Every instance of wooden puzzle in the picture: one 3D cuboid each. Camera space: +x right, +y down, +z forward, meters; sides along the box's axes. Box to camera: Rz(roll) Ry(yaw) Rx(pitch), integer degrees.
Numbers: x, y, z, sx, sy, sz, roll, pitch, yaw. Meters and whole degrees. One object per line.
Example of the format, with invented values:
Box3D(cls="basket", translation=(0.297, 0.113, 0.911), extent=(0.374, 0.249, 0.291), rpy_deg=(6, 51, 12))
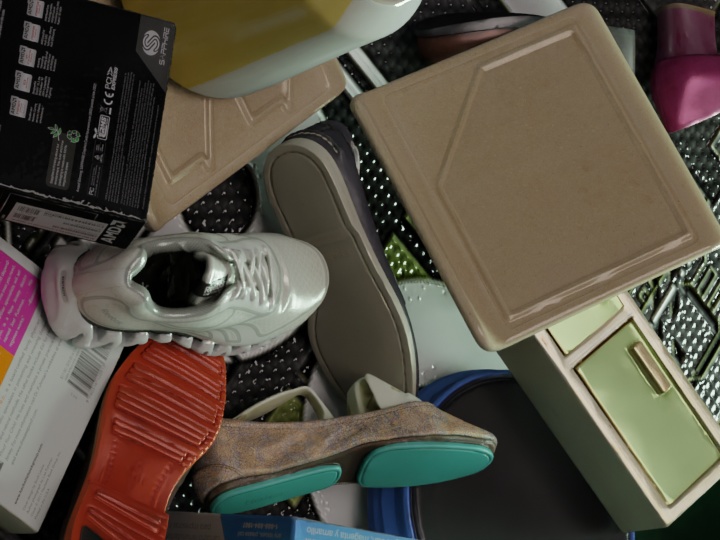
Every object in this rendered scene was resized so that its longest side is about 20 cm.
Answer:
Box3D(cls="wooden puzzle", translation=(-0.112, -0.147, 1.488), extent=(0.200, 0.046, 0.186), rpy_deg=(-41, 113, -39))
Box3D(cls="wooden puzzle", translation=(0.112, -0.060, 1.573), extent=(0.199, 0.037, 0.186), rpy_deg=(-22, 76, -24))

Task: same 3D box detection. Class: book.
Box3D(cls="book", translation=(-0.230, 0.038, 1.378), extent=(0.200, 0.048, 0.134), rpy_deg=(41, 59, -31))

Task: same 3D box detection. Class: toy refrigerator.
Box3D(cls="toy refrigerator", translation=(0.155, 0.066, 1.609), extent=(0.076, 0.070, 0.201), rpy_deg=(-37, 96, -23))

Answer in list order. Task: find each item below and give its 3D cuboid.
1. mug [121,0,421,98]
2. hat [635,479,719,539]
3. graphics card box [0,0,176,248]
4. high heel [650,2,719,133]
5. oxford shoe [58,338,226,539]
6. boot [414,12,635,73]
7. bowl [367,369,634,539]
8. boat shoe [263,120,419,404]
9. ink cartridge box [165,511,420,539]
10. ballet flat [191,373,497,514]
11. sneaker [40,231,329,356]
Box3D(cls="mug", translation=(-0.049, -0.174, 1.414), extent=(0.186, 0.152, 0.150), rpy_deg=(-38, 112, -39))
Box3D(cls="hat", translation=(0.224, 0.240, 1.746), extent=(0.176, 0.164, 0.201), rpy_deg=(69, 37, -63))
Box3D(cls="graphics card box", translation=(-0.206, -0.097, 1.345), extent=(0.198, 0.051, 0.127), rpy_deg=(12, 67, -15))
Box3D(cls="high heel", translation=(0.294, -0.127, 1.805), extent=(0.198, 0.067, 0.097), rpy_deg=(9, 72, -24))
Box3D(cls="oxford shoe", translation=(-0.136, 0.115, 1.447), extent=(0.071, 0.073, 0.201), rpy_deg=(31, 50, -10))
Box3D(cls="boot", translation=(0.105, -0.071, 1.667), extent=(0.187, 0.068, 0.202), rpy_deg=(2, 94, -46))
Box3D(cls="bowl", translation=(0.097, 0.161, 1.616), extent=(0.199, 0.039, 0.202), rpy_deg=(11, 69, -31))
Box3D(cls="boat shoe", translation=(0.000, 0.000, 1.553), extent=(0.063, 0.072, 0.201), rpy_deg=(-47, 123, -52))
Box3D(cls="ink cartridge box", translation=(-0.039, 0.252, 1.458), extent=(0.144, 0.147, 0.202), rpy_deg=(14, 78, -38))
Box3D(cls="ballet flat", translation=(-0.011, 0.100, 1.520), extent=(0.198, 0.068, 0.068), rpy_deg=(-6, 63, -24))
Box3D(cls="sneaker", translation=(-0.087, 0.009, 1.443), extent=(0.199, 0.081, 0.076), rpy_deg=(-5, 81, -44))
